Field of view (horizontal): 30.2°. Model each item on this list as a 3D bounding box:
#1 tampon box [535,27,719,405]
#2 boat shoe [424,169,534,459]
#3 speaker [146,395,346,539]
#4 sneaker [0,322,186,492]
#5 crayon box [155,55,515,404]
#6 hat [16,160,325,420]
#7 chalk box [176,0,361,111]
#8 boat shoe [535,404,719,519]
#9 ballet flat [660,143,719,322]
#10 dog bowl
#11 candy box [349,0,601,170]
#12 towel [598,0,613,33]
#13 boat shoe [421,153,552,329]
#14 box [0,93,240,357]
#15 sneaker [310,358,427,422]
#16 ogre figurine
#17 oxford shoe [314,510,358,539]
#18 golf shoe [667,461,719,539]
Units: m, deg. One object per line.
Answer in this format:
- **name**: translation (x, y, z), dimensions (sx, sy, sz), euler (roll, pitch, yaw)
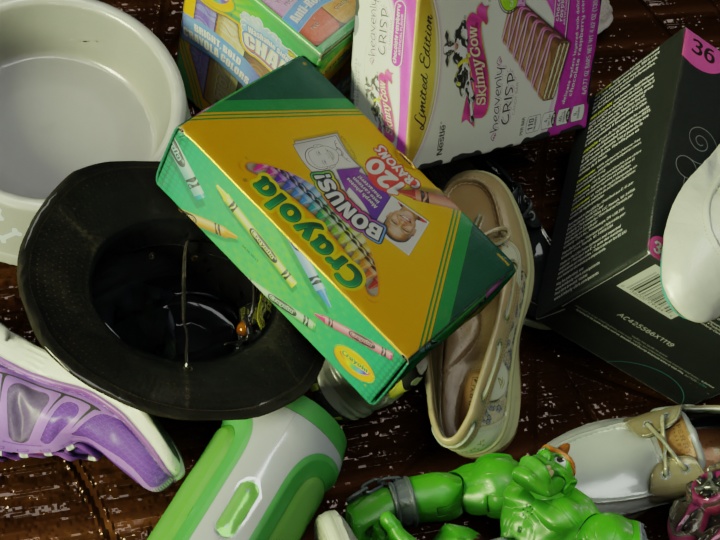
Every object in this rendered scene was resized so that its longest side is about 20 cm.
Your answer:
- **tampon box**: translation (0.233, -0.036, 0.948), dimensions (0.149, 0.126, 0.201), euler (29, 57, -18)
- **boat shoe**: translation (0.076, 0.024, 0.902), dimensions (0.073, 0.063, 0.201), euler (-9, 74, 24)
- **speaker**: translation (-0.085, 0.168, 0.803), dimensions (0.088, 0.089, 0.200), euler (30, 59, 4)
- **sneaker**: translation (-0.202, 0.094, 0.835), dimensions (0.199, 0.081, 0.084), euler (24, 72, 11)
- **crayon box**: translation (-0.016, -0.029, 0.831), dimensions (0.200, 0.058, 0.119), euler (45, 50, 9)
- **hat**: translation (-0.119, 0.024, 0.836), dimensions (0.199, 0.081, 0.202), euler (12, 56, -19)
- **chalk box**: translation (-0.041, -0.184, 0.941), dimensions (0.124, 0.200, 0.124), euler (42, 61, 11)
- **boat shoe**: translation (0.209, 0.123, 0.909), dimensions (0.199, 0.068, 0.075), euler (-9, 64, -18)
- **ballet flat**: translation (0.248, -0.052, 0.844), dimensions (0.069, 0.070, 0.200), euler (33, 54, 6)
- **dog bowl**: translation (-0.206, -0.101, 0.897), dimensions (0.199, 0.059, 0.201), euler (5, 61, -9)
- **candy box**: translation (0.083, -0.154, 0.920), dimensions (0.199, 0.137, 0.061), euler (-18, 31, -41)
- **towel**: translation (0.130, -0.225, 1.041), dimensions (0.200, 0.034, 0.133), euler (-37, 117, -40)
- **boat shoe**: translation (0.090, -0.045, 0.974), dimensions (0.074, 0.066, 0.200), euler (-29, 72, -26)
- **box**: translation (-0.146, -0.020, 0.921), dimensions (0.110, 0.035, 0.200), euler (-38, 76, -28)
- **sneaker**: translation (0.000, 0.000, 0.910), dimensions (0.076, 0.075, 0.201), euler (-18, 71, 22)
- **ogre figurine**: translation (0.092, 0.168, 0.822), dimensions (0.120, 0.200, 0.099), euler (-27, 104, -33)
- **oxford shoe**: translation (0.031, 0.232, 0.802), dimensions (0.058, 0.075, 0.201), euler (-27, 78, -14)
- **golf shoe**: translation (0.198, 0.215, 0.851), dimensions (0.200, 0.092, 0.073), euler (-37, 36, -7)
